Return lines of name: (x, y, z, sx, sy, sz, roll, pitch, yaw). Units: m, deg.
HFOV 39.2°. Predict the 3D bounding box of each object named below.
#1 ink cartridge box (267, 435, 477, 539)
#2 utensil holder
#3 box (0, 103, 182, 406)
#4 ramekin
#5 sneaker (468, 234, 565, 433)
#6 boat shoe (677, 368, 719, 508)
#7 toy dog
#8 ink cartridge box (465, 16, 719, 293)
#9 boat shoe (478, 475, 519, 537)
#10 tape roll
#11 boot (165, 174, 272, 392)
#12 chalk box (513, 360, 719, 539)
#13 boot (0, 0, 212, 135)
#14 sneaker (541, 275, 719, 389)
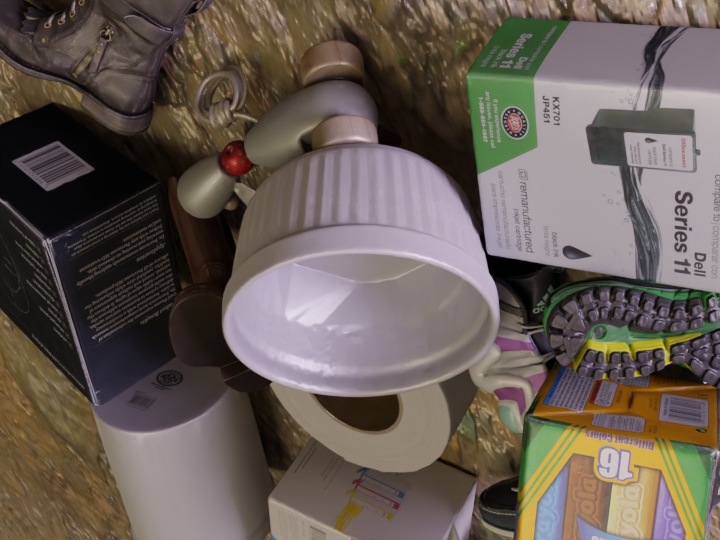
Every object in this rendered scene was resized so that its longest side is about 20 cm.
ink cartridge box: (0.023, 0.262, 1.018, 0.197, 0.126, 0.130, 21, 135, 20)
utensil holder: (-0.186, 0.192, 1.085, 0.167, 0.170, 0.203, 11, 128, 28)
box: (-0.273, -0.018, 0.961, 0.199, 0.123, 0.199, 34, 141, 35)
ramekin: (0.000, 0.000, 0.736, 0.196, 0.107, 0.202, 0, 146, 0)
sneaker: (0.139, 0.048, 0.776, 0.199, 0.077, 0.141, 40, 136, 17)
boat shoe: (0.245, 0.153, 0.775, 0.063, 0.071, 0.203, 24, 110, 6)
toy dog: (-0.047, -0.094, 0.794, 0.198, 0.135, 0.096, -2, 161, 43)
ink cartridge box: (0.178, -0.074, 0.650, 0.197, 0.083, 0.149, 10, 131, 28)
boat shoe: (0.182, 0.187, 0.878, 0.198, 0.075, 0.062, -14, 118, 41)
tape roll: (0.007, 0.088, 0.924, 0.199, 0.071, 0.205, 19, 134, 21)
boot: (-0.135, -0.016, 0.849, 0.063, 0.203, 0.187, -18, 153, 0)
chalk box: (0.174, 0.182, 0.701, 0.122, 0.125, 0.204, 9, 106, 19)
boot: (-0.221, -0.226, 0.838, 0.198, 0.069, 0.175, 33, 133, 1)
sneaker: (0.222, 0.031, 0.698, 0.196, 0.085, 0.080, 6, 106, -2)
